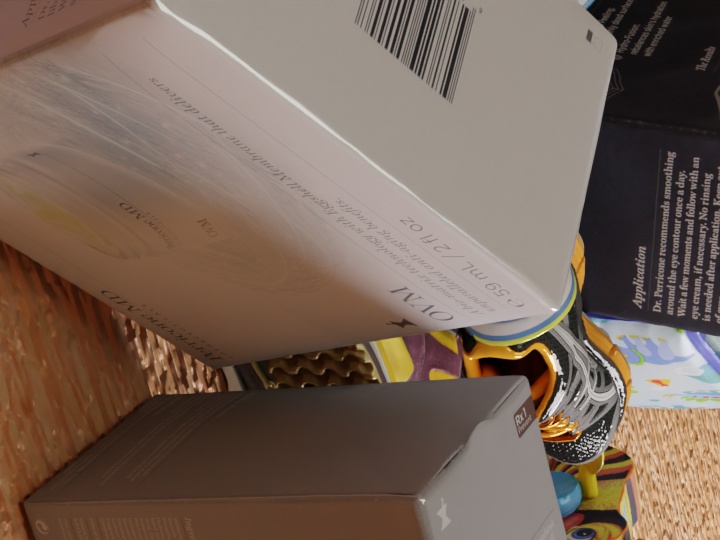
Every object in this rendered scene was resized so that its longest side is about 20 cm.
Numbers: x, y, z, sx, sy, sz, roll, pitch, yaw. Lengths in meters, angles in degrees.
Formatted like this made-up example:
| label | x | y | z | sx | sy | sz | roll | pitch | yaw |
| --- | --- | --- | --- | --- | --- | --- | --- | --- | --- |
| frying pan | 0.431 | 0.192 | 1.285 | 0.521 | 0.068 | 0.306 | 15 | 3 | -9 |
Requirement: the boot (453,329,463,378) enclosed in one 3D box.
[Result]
| label | x | y | z | sx | sy | sz | roll | pitch | yaw |
| --- | --- | --- | --- | --- | --- | --- | --- | --- | --- |
| boot | 0.000 | 0.000 | 0.866 | 0.174 | 0.069 | 0.202 | 44 | 46 | -45 |

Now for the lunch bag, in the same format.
| label | x | y | z | sx | sy | sz | roll | pitch | yaw |
| --- | --- | --- | --- | --- | --- | --- | --- | --- | --- |
| lunch bag | 0.162 | 0.022 | 1.018 | 0.199 | 0.168 | 0.129 | 3 | 88 | -59 |

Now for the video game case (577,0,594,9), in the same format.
| label | x | y | z | sx | sy | sz | roll | pitch | yaw |
| --- | --- | --- | --- | --- | --- | --- | --- | --- | --- |
| video game case | 0.089 | -0.248 | 0.837 | 0.143 | 0.018 | 0.201 | -46 | 107 | -23 |

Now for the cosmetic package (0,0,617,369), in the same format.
| label | x | y | z | sx | sy | sz | roll | pitch | yaw |
| --- | --- | --- | --- | --- | --- | --- | --- | --- | --- |
| cosmetic package | -0.048 | -0.067 | 0.615 | 0.199 | 0.199 | 0.124 | 34 | 60 | -35 |

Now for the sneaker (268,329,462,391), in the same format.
| label | x | y | z | sx | sy | sz | roll | pitch | yaw |
| --- | --- | --- | --- | --- | --- | --- | --- | --- | --- |
| sneaker | 0.024 | 0.076 | 0.770 | 0.090 | 0.074 | 0.202 | -51 | 135 | -43 |

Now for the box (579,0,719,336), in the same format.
| label | x | y | z | sx | sy | sz | roll | pitch | yaw |
| --- | --- | --- | --- | --- | --- | --- | --- | --- | --- |
| box | 0.173 | -0.067 | 0.903 | 0.197 | 0.198 | 0.119 | -52 | 147 | -54 |

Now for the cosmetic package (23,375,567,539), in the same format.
| label | x | y | z | sx | sy | sz | roll | pitch | yaw |
| --- | --- | --- | --- | --- | --- | --- | --- | --- | --- |
| cosmetic package | -0.026 | 0.104 | 0.678 | 0.107 | 0.198 | 0.091 | -37 | 119 | -51 |

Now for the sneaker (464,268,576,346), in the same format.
| label | x | y | z | sx | sy | sz | roll | pitch | yaw |
| --- | --- | --- | --- | --- | --- | --- | --- | --- | --- |
| sneaker | 0.031 | -0.061 | 0.761 | 0.074 | 0.201 | 0.082 | -35 | 149 | -4 |

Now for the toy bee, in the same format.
| label | x | y | z | sx | sy | sz | roll | pitch | yaw |
| --- | --- | --- | --- | --- | --- | --- | --- | --- | --- |
| toy bee | 0.146 | 0.177 | 1.047 | 0.201 | 0.108 | 0.132 | -61 | 139 | -40 |

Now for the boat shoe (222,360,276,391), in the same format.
| label | x | y | z | sx | sy | sz | roll | pitch | yaw |
| --- | --- | --- | --- | --- | --- | --- | --- | --- | --- |
| boat shoe | -0.043 | 0.016 | 0.787 | 0.072 | 0.060 | 0.203 | -57 | 135 | -43 |

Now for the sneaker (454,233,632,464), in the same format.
| label | x | y | z | sx | sy | sz | roll | pitch | yaw |
| --- | --- | --- | --- | --- | --- | --- | --- | --- | --- |
| sneaker | 0.087 | 0.052 | 0.847 | 0.201 | 0.077 | 0.078 | 60 | 39 | -49 |
